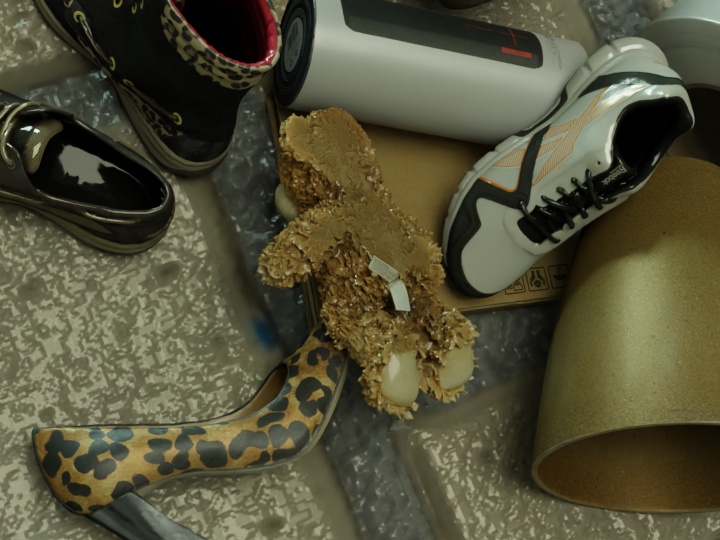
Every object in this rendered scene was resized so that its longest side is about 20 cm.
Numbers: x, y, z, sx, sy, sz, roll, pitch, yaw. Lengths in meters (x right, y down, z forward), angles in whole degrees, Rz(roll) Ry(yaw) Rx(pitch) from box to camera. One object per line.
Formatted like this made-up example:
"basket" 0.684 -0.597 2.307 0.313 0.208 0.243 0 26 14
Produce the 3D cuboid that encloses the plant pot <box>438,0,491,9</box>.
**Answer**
"plant pot" 0.070 -0.279 1.074 0.200 0.200 0.175 -39 110 -27

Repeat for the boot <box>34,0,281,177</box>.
"boot" -0.128 -0.165 0.959 0.073 0.151 0.201 -31 87 -27

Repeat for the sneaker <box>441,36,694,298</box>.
"sneaker" 0.129 -0.058 1.008 0.074 0.080 0.200 33 104 -31

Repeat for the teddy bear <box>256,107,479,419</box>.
"teddy bear" 0.000 0.000 0.980 0.200 0.067 0.145 52 46 1

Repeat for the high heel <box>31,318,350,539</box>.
"high heel" -0.095 0.073 0.950 0.142 0.071 0.201 35 68 -9

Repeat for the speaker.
"speaker" 0.048 -0.128 1.040 0.198 0.081 0.082 9 71 -20

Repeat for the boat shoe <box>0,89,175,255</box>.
"boat shoe" -0.198 -0.075 0.946 0.199 0.073 0.075 20 68 -17

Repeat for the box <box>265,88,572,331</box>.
"box" 0.044 -0.050 1.070 0.198 0.021 0.165 -6 77 -24

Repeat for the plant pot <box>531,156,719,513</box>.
"plant pot" 0.200 0.036 1.033 0.185 0.186 0.202 10 64 -20

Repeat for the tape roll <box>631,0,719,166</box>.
"tape roll" 0.290 -0.115 1.094 0.139 0.203 0.203 -37 91 -26
